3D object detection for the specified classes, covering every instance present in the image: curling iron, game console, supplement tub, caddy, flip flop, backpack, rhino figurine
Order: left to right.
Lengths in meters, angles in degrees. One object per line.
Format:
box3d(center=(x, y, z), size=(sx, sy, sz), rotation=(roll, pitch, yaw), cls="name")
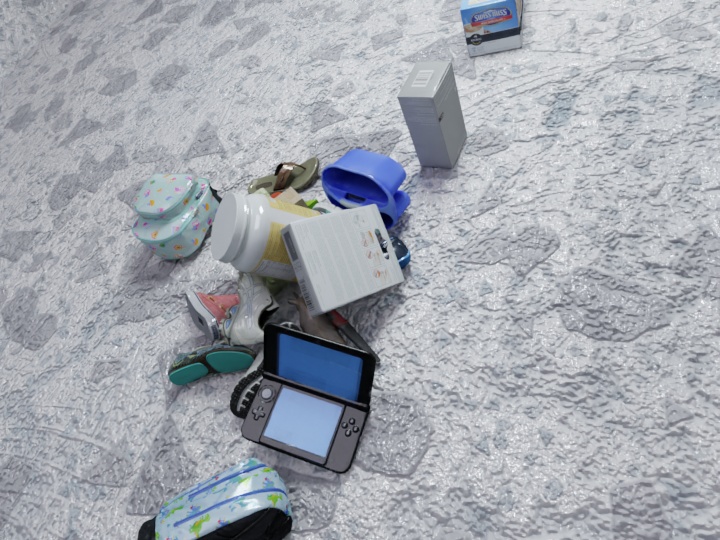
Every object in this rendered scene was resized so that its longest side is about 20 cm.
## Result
box3d(center=(-0.454, -0.135, 1.240), size=(0.175, 0.153, 0.201), rotation=(6, 67, 21), cls="backpack")
box3d(center=(-0.202, 0.381, 0.769), size=(0.199, 0.164, 0.154), rotation=(-19, 37, 2), cls="backpack")
box3d(center=(-0.161, -0.059, 0.949), size=(0.145, 0.199, 0.147), rotation=(-24, 60, 50), cls="supplement tub")
box3d(center=(-0.193, -0.230, 1.246), size=(0.199, 0.058, 0.082), rotation=(-13, 53, 15), cls="flip flop")
box3d(center=(-0.090, 0.207, 0.831), size=(0.199, 0.117, 0.177), rotation=(15, 64, 14), cls="game console")
box3d(center=(-0.080, 0.101, 0.947), size=(0.060, 0.088, 0.200), rotation=(-36, 51, -4), cls="rhino figurine")
box3d(center=(-0.030, 0.085, 0.912), size=(0.049, 0.026, 0.200), rotation=(-34, 81, -34), cls="curling iron")
box3d(center=(0.007, -0.162, 1.050), size=(0.199, 0.142, 0.105), rotation=(23, 56, 34), cls="caddy")

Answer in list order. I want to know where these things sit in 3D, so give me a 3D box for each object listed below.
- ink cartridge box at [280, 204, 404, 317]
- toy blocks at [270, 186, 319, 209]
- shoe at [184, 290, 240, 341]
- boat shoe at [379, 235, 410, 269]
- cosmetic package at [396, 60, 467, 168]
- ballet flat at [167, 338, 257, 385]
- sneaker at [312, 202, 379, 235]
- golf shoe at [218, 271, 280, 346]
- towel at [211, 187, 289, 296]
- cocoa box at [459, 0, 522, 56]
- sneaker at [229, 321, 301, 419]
box3d(center=(-0.028, -0.024, 0.914), size=(0.047, 0.199, 0.161), rotation=(-25, 85, 51), cls="ink cartridge box")
box3d(center=(-0.204, -0.126, 1.169), size=(0.200, 0.100, 0.137), rotation=(-38, 39, -6), cls="toy blocks")
box3d(center=(-0.302, 0.083, 1.077), size=(0.091, 0.072, 0.200), rotation=(-20, 26, -28), cls="shoe")
box3d(center=(0.000, 0.000, 0.994), size=(0.199, 0.084, 0.069), rotation=(-25, 69, -12), cls="boat shoe")
box3d(center=(0.155, -0.319, 1.065), size=(0.090, 0.200, 0.107), rotation=(12, 65, 32), cls="cosmetic package")
box3d(center=(-0.290, 0.168, 1.005), size=(0.199, 0.074, 0.075), rotation=(-15, 52, 15), cls="ballet flat")
box3d(center=(-0.056, -0.082, 1.060), size=(0.199, 0.078, 0.091), rotation=(20, 68, 48), cls="sneaker")
box3d(center=(-0.194, 0.055, 0.983), size=(0.096, 0.078, 0.201), rotation=(3, 59, 11), cls="golf shoe")
box3d(center=(-0.201, -0.056, 1.068), size=(0.148, 0.200, 0.036), rotation=(-38, 6, -4), cls="towel")
box3d(center=(0.330, -0.658, 1.264), size=(0.132, 0.131, 0.201), rotation=(-1, 57, 23), cls="cocoa box")
box3d(center=(-0.170, 0.186, 0.953), size=(0.074, 0.080, 0.201), rotation=(36, 86, -6), cls="sneaker")
